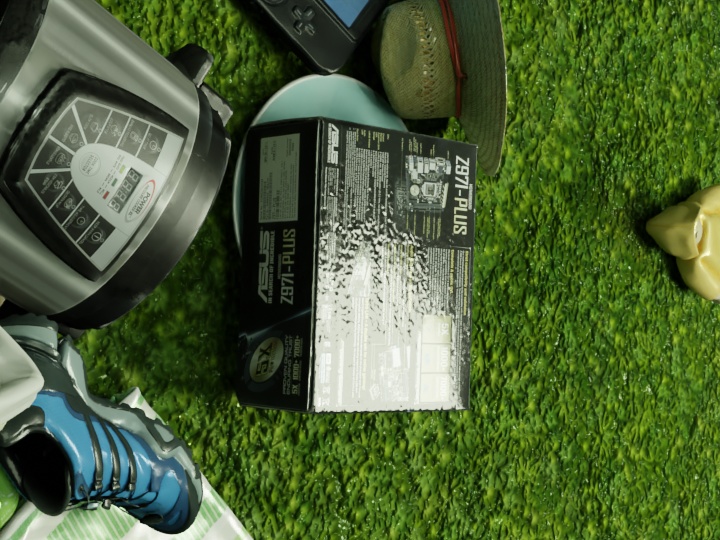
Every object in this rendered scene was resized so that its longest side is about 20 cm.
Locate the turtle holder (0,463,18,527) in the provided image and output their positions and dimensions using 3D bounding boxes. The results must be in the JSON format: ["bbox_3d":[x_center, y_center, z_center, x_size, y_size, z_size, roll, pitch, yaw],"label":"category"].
[{"bbox_3d":[-0.222,0.222,0.746,0.130,0.141,0.187,-11,63,-38],"label":"turtle holder"}]

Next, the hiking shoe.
[{"bbox_3d":[-0.169,0.116,0.769,0.200,0.074,0.088,49,36,-38],"label":"hiking shoe"}]

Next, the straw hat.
[{"bbox_3d":[0.053,-0.166,1.011,0.084,0.201,0.205,-8,96,-4],"label":"straw hat"}]

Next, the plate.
[{"bbox_3d":[-0.025,-0.049,0.994,0.198,0.025,0.204,0,90,-43],"label":"plate"}]

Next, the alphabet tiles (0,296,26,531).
[{"bbox_3d":[-0.266,0.098,0.785,0.166,0.006,0.203,-35,113,-37],"label":"alphabet tiles"}]

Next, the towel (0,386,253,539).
[{"bbox_3d":[-0.147,0.199,0.876,0.153,0.023,0.201,-50,122,-32],"label":"towel"}]

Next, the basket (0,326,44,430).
[{"bbox_3d":[-0.279,0.044,0.621,0.199,0.124,0.135,41,17,7],"label":"basket"}]

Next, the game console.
[{"bbox_3d":[-0.009,-0.279,0.946,0.176,0.116,0.201,44,62,-19],"label":"game console"}]

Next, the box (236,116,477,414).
[{"bbox_3d":[0.000,0.000,0.942,0.162,0.085,0.204,3,88,-42],"label":"box"}]

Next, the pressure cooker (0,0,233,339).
[{"bbox_3d":[-0.174,-0.067,0.759,0.199,0.174,0.181,38,39,-36],"label":"pressure cooker"}]

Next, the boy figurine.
[{"bbox_3d":[0.365,-0.033,1.326,0.199,0.064,0.126,21,78,-43],"label":"boy figurine"}]
